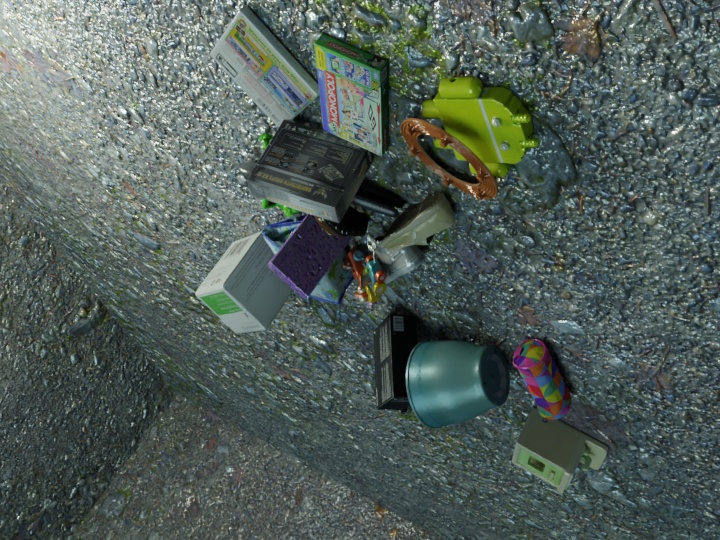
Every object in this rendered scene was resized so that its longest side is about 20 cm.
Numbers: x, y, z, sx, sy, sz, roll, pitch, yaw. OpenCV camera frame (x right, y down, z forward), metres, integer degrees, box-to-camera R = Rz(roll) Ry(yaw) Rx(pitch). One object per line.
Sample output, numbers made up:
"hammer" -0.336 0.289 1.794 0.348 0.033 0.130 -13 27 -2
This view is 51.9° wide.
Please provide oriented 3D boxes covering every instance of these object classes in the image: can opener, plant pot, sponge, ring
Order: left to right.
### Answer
"can opener" -0.178 -0.200 1.611 0.196 0.067 0.054 25 152 24
"sponge" -0.102 -0.050 1.607 0.111 0.202 0.030 42 155 -12
"can opener" -0.006 -0.157 1.475 0.197 0.064 0.079 30 155 14
"ring" 0.144 -0.180 1.234 0.198 0.019 0.201 37 174 5
"plant pot" 0.234 0.253 1.702 0.185 0.203 0.201 -14 127 40

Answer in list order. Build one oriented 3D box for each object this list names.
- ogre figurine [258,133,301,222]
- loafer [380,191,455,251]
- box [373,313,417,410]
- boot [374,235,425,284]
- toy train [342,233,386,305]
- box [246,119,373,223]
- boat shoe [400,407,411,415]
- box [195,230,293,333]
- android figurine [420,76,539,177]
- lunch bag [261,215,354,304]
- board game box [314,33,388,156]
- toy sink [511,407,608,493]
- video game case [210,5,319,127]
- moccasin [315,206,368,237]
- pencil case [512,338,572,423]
"ogre figurine" -0.158 -0.188 1.519 0.197 0.097 0.122 31 123 22
"loafer" 0.110 -0.078 1.427 0.068 0.076 0.199 42 145 -12
"box" 0.087 0.225 1.809 0.077 0.206 0.141 5 159 -17
"boot" 0.061 -0.033 1.600 0.096 0.073 0.199 53 149 -4
"toy train" 0.000 0.000 1.622 0.200 0.054 0.154 131 121 -73
"box" -0.094 -0.191 1.400 0.195 0.161 0.049 17 154 20
"boat shoe" 0.120 0.372 2.126 0.070 0.092 0.201 33 153 6
"box" -0.298 0.036 1.984 0.171 0.202 0.197 44 151 -21
"android figurine" 0.188 -0.224 1.159 0.197 0.041 0.184 15 146 41
"lunch bag" -0.126 -0.029 1.752 0.196 0.129 0.172 10 144 36
"board game box" -0.012 -0.301 1.293 0.132 0.029 0.202 27 151 19
"toy sink" 0.477 0.449 1.788 0.196 0.113 0.132 26 152 20
"video game case" -0.180 -0.374 1.391 0.200 0.022 0.181 46 152 -14
"moccasin" -0.048 -0.108 1.510 0.076 0.076 0.201 9 -173 20
"pencil case" 0.390 0.238 1.596 0.087 0.089 0.202 9 140 42
